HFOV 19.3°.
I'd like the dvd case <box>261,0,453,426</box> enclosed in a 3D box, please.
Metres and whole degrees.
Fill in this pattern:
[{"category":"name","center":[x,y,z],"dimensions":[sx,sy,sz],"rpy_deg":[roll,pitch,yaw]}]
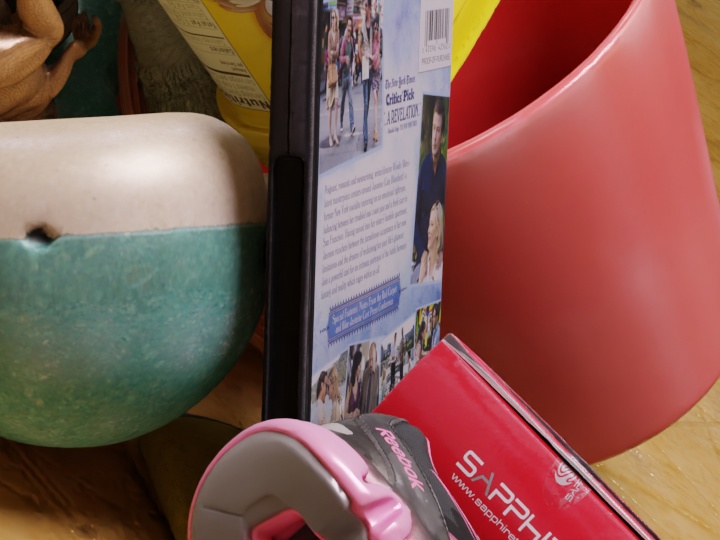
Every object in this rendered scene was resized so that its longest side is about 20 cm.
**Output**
[{"category":"dvd case","center":[0.000,0.000,0.705],"dimensions":[0.017,0.202,0.143],"rpy_deg":[6,11,19]}]

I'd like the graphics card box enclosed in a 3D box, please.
[{"category":"graphics card box","center":[0.078,0.105,0.747],"dimensions":[0.125,0.051,0.200],"rpy_deg":[45,-1,24]}]

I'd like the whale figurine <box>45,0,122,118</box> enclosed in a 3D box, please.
[{"category":"whale figurine","center":[-0.123,-0.111,0.923],"dimensions":[0.159,0.104,0.200],"rpy_deg":[30,22,-20]}]

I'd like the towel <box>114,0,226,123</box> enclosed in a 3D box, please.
[{"category":"towel","center":[-0.052,-0.152,0.863],"dimensions":[0.036,0.149,0.200],"rpy_deg":[1,38,22]}]

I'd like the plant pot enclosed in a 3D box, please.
[{"category":"plant pot","center":[0.066,-0.026,0.890],"dimensions":[0.178,0.199,0.201],"rpy_deg":[61,7,-28]}]

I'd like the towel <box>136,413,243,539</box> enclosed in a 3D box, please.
[{"category":"towel","center":[0.006,0.126,0.721],"dimensions":[0.143,0.023,0.200],"rpy_deg":[23,23,-36]}]

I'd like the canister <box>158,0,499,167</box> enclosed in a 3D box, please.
[{"category":"canister","center":[-0.030,-0.152,0.756],"dimensions":[0.086,0.149,0.200],"rpy_deg":[12,-30,38]}]

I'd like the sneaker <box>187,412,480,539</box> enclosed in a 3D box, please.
[{"category":"sneaker","center":[0.032,0.126,0.618],"dimensions":[0.201,0.079,0.095],"rpy_deg":[62,24,4]}]

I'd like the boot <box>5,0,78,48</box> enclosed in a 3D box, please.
[{"category":"boot","center":[-0.161,-0.125,0.758],"dimensions":[0.073,0.151,0.200],"rpy_deg":[31,39,18]}]

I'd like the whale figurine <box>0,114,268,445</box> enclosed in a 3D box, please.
[{"category":"whale figurine","center":[-0.092,0.004,0.719],"dimensions":[0.158,0.105,0.200],"rpy_deg":[-3,0,0]}]

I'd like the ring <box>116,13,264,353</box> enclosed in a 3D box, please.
[{"category":"ring","center":[-0.042,-0.048,0.920],"dimensions":[0.200,0.019,0.202],"rpy_deg":[38,41,-42]}]

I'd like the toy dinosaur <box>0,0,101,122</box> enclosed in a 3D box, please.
[{"category":"toy dinosaur","center":[-0.129,-0.077,0.705],"dimensions":[0.060,0.107,0.200],"rpy_deg":[37,3,21]}]
